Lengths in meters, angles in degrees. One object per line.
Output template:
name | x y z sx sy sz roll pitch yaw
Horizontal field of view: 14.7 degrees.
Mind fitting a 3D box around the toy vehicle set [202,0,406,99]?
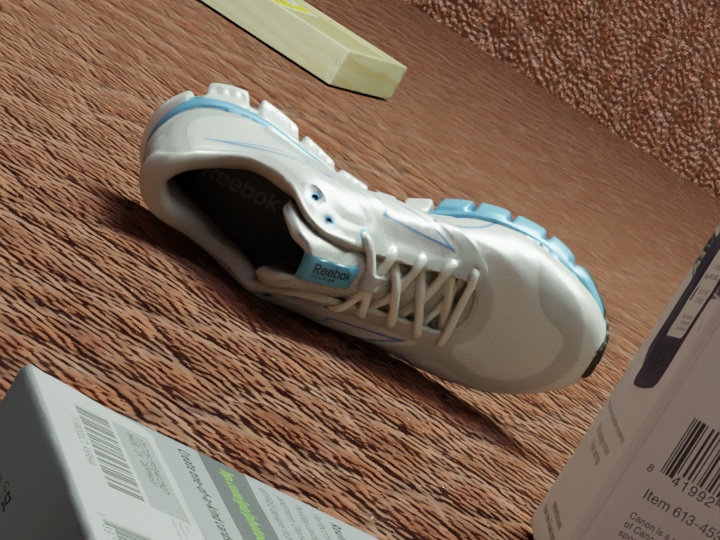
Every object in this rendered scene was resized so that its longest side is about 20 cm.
toy vehicle set | -0.071 -0.185 1.930 0.200 0.027 0.124 34 10 18

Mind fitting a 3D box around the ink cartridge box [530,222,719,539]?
ink cartridge box | 0.170 0.046 0.918 0.145 0.200 0.084 31 9 -6

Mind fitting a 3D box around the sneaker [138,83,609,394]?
sneaker | 0.000 0.000 1.072 0.200 0.075 0.087 23 16 -1

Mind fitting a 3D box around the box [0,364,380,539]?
box | 0.013 0.103 0.610 0.200 0.041 0.156 27 10 -22
